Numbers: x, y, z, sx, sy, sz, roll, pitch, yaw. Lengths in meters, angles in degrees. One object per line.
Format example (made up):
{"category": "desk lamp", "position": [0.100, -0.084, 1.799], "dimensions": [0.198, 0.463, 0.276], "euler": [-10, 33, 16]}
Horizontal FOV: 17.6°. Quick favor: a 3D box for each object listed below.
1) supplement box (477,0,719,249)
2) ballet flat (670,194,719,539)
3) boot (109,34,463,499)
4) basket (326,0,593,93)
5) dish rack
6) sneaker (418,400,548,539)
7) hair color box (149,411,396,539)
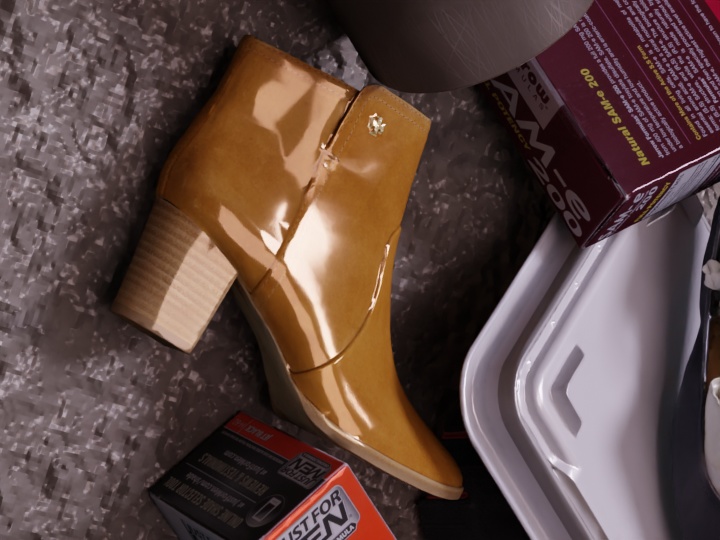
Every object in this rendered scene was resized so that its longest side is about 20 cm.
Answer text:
{"category": "supplement box", "position": [0.160, -0.102, 1.065], "dimensions": [0.199, 0.061, 0.109], "euler": [-25, 75, -25]}
{"category": "ballet flat", "position": [0.176, 0.046, 1.028], "dimensions": [0.073, 0.073, 0.201], "euler": [13, 77, -32]}
{"category": "boot", "position": [-0.001, 0.000, 1.011], "dimensions": [0.201, 0.071, 0.145], "euler": [34, 82, -27]}
{"category": "basket", "position": [0.013, -0.185, 0.945], "dimensions": [0.135, 0.181, 0.201], "euler": [-17, 125, 17]}
{"category": "dish rack", "position": [0.133, 0.052, 1.073], "dimensions": [0.172, 0.043, 0.200], "euler": [59, 47, -26]}
{"category": "sneaker", "position": [0.086, 0.138, 1.104], "dimensions": [0.087, 0.073, 0.201], "euler": [-26, 112, -47]}
{"category": "hair color box", "position": [-0.002, 0.164, 1.024], "dimensions": [0.061, 0.101, 0.201], "euler": [-41, 118, -17]}
